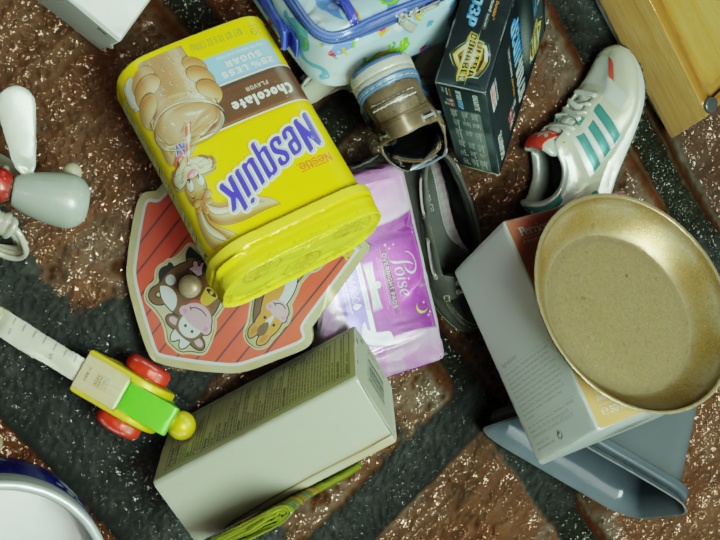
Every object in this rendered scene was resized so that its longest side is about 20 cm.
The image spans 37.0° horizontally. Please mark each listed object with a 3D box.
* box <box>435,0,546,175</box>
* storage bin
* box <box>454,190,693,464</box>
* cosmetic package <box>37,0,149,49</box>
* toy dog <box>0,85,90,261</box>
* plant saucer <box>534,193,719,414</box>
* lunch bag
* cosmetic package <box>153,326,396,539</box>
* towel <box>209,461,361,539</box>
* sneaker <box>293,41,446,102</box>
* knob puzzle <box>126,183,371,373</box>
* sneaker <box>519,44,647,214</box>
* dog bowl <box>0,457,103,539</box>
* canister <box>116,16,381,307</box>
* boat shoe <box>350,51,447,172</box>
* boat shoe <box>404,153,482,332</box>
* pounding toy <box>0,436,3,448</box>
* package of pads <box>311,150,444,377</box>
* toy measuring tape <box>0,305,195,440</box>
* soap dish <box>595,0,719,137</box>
[{"bbox_3d":[0.119,-0.194,0.947,0.045,0.200,0.161,16,79,14],"label":"box"},{"bbox_3d":[0.244,0.146,1.098,0.198,0.145,0.135,31,67,-8],"label":"storage bin"},{"bbox_3d":[0.205,0.050,0.991,0.151,0.106,0.202,-15,72,-28],"label":"box"},{"bbox_3d":[-0.176,-0.285,0.870,0.085,0.107,0.201,38,80,-22],"label":"cosmetic package"},{"bbox_3d":[-0.307,-0.106,0.844,0.199,0.131,0.097,36,51,-31],"label":"toy dog"},{"bbox_3d":[0.228,0.031,0.925,0.197,0.035,0.203,10,63,-19],"label":"plant saucer"},{"bbox_3d":[-0.017,-0.258,0.902,0.159,0.083,0.201,-25,64,-15],"label":"lunch bag"},{"bbox_3d":[-0.072,0.140,0.933,0.198,0.104,0.074,-29,109,11],"label":"cosmetic package"},{"bbox_3d":[-0.061,0.206,0.936,0.085,0.200,0.018,-28,82,15],"label":"towel"},{"bbox_3d":[0.029,-0.192,0.983,0.199,0.070,0.094,-39,106,-18],"label":"sneaker"},{"bbox_3d":[-0.120,0.001,0.929,0.216,0.030,0.223,0,92,5],"label":"knob puzzle"},{"bbox_3d":[0.218,-0.138,1.082,0.092,0.070,0.202,16,93,-30],"label":"sneaker"},{"bbox_3d":[-0.312,0.262,0.897,0.197,0.079,0.203,-4,99,-24],"label":"dog bowl"},{"bbox_3d":[-0.095,-0.092,0.876,0.147,0.087,0.202,-26,77,-20],"label":"canister"},{"bbox_3d":[0.038,-0.124,0.928,0.071,0.200,0.073,-24,82,13],"label":"boat shoe"},{"bbox_3d":[0.087,-0.027,1.046,0.066,0.057,0.202,-26,106,-19],"label":"boat shoe"},{"bbox_3d":[-0.360,0.069,0.809,0.182,0.200,0.144,15,91,-10],"label":"pounding toy"},{"bbox_3d":[0.000,0.000,1.001,0.119,0.076,0.203,-17,103,-16],"label":"package of pads"},{"bbox_3d":[-0.230,0.090,0.932,0.198,0.074,0.074,30,84,-1],"label":"toy measuring tape"},{"bbox_3d":[0.342,-0.266,1.115,0.157,0.081,0.201,-40,112,-14],"label":"soap dish"}]
